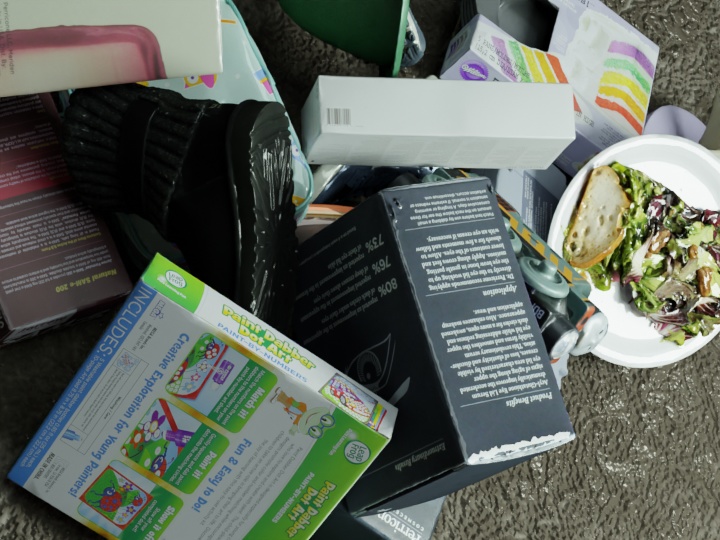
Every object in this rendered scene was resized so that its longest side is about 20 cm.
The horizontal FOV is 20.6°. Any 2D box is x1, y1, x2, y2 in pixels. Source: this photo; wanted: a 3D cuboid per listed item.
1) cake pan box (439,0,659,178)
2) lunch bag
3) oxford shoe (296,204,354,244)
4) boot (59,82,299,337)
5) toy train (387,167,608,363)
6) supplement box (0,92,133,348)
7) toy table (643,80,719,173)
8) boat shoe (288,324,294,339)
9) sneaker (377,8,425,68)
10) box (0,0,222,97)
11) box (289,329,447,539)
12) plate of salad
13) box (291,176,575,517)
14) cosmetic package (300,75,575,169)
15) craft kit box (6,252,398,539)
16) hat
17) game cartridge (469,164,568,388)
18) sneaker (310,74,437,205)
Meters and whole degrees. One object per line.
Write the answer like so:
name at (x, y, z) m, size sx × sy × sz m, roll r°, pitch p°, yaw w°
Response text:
cake pan box at (0.169, -0.187, 1.757) m, size 0.200 × 0.052 × 0.184 m, roll 36°, pitch 42°, yaw -15°
lunch bag at (-0.137, -0.103, 1.488) m, size 0.160 × 0.077 × 0.200 m, roll -24°, pitch 81°, yaw -7°
oxford shoe at (0.000, 0.000, 1.569) m, size 0.200 × 0.071 × 0.073 m, roll 17°, pitch 65°, yaw -28°
boot at (-0.127, -0.030, 1.386) m, size 0.079 × 0.157 × 0.212 m, roll -26°, pitch 119°, yaw -63°
toy train at (0.105, -0.005, 1.519) m, size 0.200 × 0.085 × 0.114 m, roll 43°, pitch 24°, yaw 27°
supplement box at (-0.255, -0.052, 1.421) m, size 0.109 × 0.061 × 0.200 m, roll -18°, pitch 80°, yaw -38°
toy table at (0.333, -0.074, 1.798) m, size 0.184 × 0.117 × 0.200 m, roll -14°, pitch 78°, yaw -38°
boat shoe at (-0.108, 0.061, 1.453) m, size 0.075 × 0.068 × 0.200 m, roll 50°, pitch 54°, yaw -35°
sneaker at (-0.002, -0.265, 1.678) m, size 0.200 × 0.078 × 0.086 m, roll 53°, pitch 47°, yaw -5°
box at (-0.204, -0.196, 1.373) m, size 0.199 × 0.109 × 0.128 m, roll -7°, pitch 28°, yaw -11°
box at (-0.007, 0.112, 1.492) m, size 0.148 × 0.107 × 0.200 m, roll 35°, pitch 55°, yaw -18°
plate of salad at (0.251, -0.015, 1.672) m, size 0.199 × 0.048 × 0.201 m, roll -3°, pitch 98°, yaw -21°
box at (0.042, 0.055, 1.387) m, size 0.104 × 0.148 × 0.201 m, roll -9°, pitch 77°, yaw -37°
cosmetic package at (0.058, -0.114, 1.530) m, size 0.199 × 0.083 × 0.051 m, roll 1°, pitch 74°, yaw -12°
craft kit box at (-0.109, 0.118, 1.346) m, size 0.197 × 0.200 × 0.049 m, roll 35°, pitch 29°, yaw -6°
hat at (-0.057, -0.227, 1.542) m, size 0.175 × 0.200 × 0.166 m, roll 4°, pitch 85°, yaw -6°
game cartridge at (0.132, -0.012, 1.655) m, size 0.133 × 0.041 × 0.201 m, roll 41°, pitch 46°, yaw -48°
sneaker at (0.025, -0.083, 1.617) m, size 0.200 × 0.075 × 0.085 m, roll -39°, pitch 93°, yaw -38°
